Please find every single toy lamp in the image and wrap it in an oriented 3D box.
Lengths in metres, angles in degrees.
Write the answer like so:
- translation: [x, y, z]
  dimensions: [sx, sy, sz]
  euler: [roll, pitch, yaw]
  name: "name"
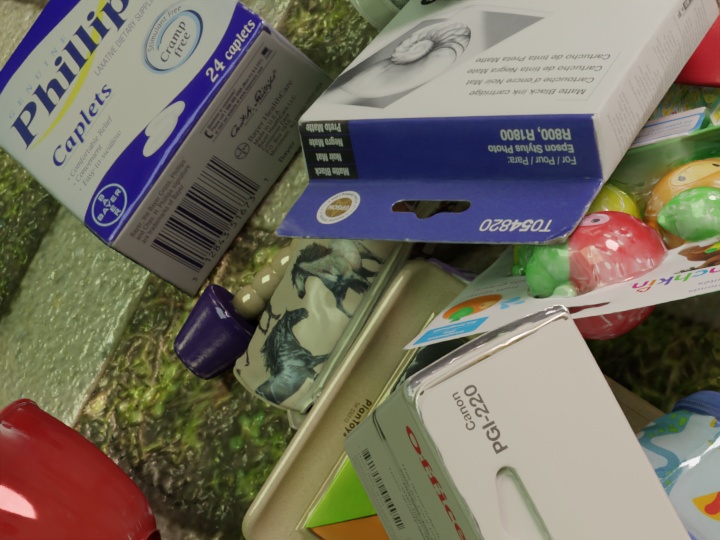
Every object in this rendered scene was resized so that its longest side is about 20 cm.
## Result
- translation: [-0.042, -0.007, 1.007]
  dimensions: [0.200, 0.058, 0.058]
  euler: [-42, 54, 10]
  name: "toy lamp"

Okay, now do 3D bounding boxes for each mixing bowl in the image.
- translation: [-0.192, 0.192, 0.958]
  dimensions: [0.108, 0.200, 0.201]
  euler: [17, 80, 7]
  name: "mixing bowl"

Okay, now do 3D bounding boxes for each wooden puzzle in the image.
- translation: [0.062, 0.121, 0.833]
  dimensions: [0.199, 0.037, 0.186]
  euler: [33, 89, 3]
  name: "wooden puzzle"

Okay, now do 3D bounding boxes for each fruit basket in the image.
- translation: [0.135, -0.018, 0.776]
  dimensions: [0.184, 0.200, 0.094]
  euler: [-12, 98, 30]
  name: "fruit basket"

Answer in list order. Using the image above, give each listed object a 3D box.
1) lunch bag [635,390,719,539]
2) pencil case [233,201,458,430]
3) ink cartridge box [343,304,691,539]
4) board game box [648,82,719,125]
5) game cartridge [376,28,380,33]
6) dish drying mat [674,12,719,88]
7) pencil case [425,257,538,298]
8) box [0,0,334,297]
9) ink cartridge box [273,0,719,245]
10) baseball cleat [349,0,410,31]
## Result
- translation: [0.196, 0.164, 0.721]
  dimensions: [0.082, 0.161, 0.200]
  euler: [-32, 48, -20]
  name: "lunch bag"
- translation: [0.000, 0.000, 0.938]
  dimensions: [0.089, 0.078, 0.201]
  euler: [44, 109, 48]
  name: "pencil case"
- translation: [0.069, 0.112, 0.712]
  dimensions: [0.084, 0.200, 0.146]
  euler: [-26, 82, -12]
  name: "ink cartridge box"
- translation: [0.205, -0.144, 0.896]
  dimensions: [0.134, 0.034, 0.201]
  euler: [18, 81, 22]
  name: "board game box"
- translation: [0.093, -0.217, 1.017]
  dimensions: [0.199, 0.041, 0.134]
  euler: [-34, 60, 17]
  name: "game cartridge"
- translation: [0.233, -0.132, 0.855]
  dimensions: [0.199, 0.018, 0.077]
  euler: [10, 77, 22]
  name: "dish drying mat"
- translation: [0.032, 0.090, 0.900]
  dimensions: [0.084, 0.085, 0.201]
  euler: [28, 87, 30]
  name: "pencil case"
- translation: [-0.149, -0.118, 1.090]
  dimensions: [0.200, 0.105, 0.184]
  euler: [37, 92, 38]
  name: "box"
- translation: [0.066, -0.093, 0.829]
  dimensions: [0.199, 0.041, 0.200]
  euler: [2, 42, 39]
  name: "ink cartridge box"
- translation: [0.059, -0.191, 0.977]
  dimensions: [0.200, 0.070, 0.107]
  euler: [32, 103, 42]
  name: "baseball cleat"
